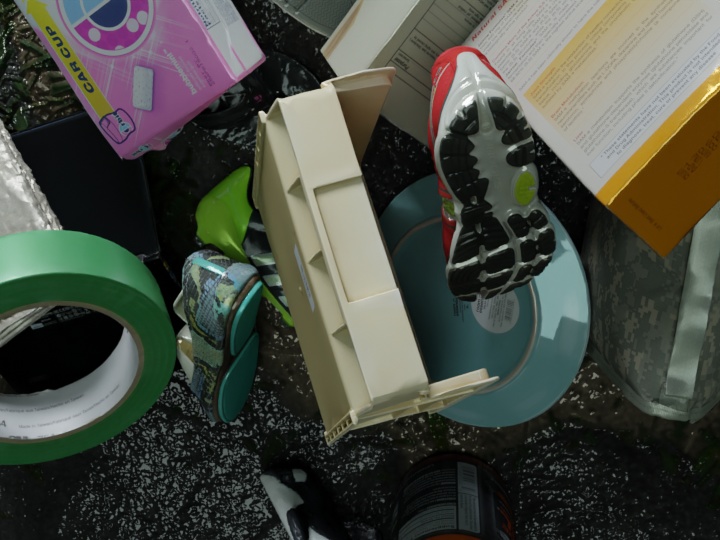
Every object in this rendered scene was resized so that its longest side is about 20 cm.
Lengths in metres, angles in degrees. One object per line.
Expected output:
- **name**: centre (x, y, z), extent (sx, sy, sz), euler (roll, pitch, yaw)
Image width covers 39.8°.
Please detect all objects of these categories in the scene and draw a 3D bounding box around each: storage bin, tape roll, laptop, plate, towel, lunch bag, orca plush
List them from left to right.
- **towel**: centre (-0.309, -0.038, 0.780), extent (0.131, 0.034, 0.202), euler (-33, 78, 4)
- **tape roll**: centre (-0.239, 0.062, 0.744), extent (0.197, 0.048, 0.202), euler (-17, 138, -15)
- **laptop**: centre (-0.236, -0.007, 0.834), extent (0.184, 0.117, 0.201), euler (-15, 134, 10)
- **orca plush**: centre (-0.011, 0.232, 0.816), extent (0.070, 0.200, 0.106), euler (-27, 130, -11)
- **storage bin**: centre (0.000, 0.000, 0.665), extent (0.092, 0.199, 0.203), euler (-15, 79, -11)
- **plate**: centre (0.078, 0.025, 0.757), extent (0.198, 0.025, 0.204), euler (9, 106, 35)
- **lunch bag**: centre (0.220, -0.006, 0.692), extent (0.115, 0.200, 0.167), euler (7, 107, 3)

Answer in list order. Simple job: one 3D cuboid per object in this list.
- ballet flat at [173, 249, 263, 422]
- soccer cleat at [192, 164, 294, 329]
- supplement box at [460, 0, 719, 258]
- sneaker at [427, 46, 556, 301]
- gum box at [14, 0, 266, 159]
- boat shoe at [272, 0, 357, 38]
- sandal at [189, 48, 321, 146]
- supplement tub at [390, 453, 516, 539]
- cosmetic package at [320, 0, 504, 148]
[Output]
- **ballet flat**: centre (-0.115, 0.050, 0.779), extent (0.073, 0.075, 0.201), euler (17, 142, 0)
- **soccer cleat**: centre (-0.044, 0.002, 0.792), extent (0.200, 0.068, 0.081), euler (43, 93, -8)
- **supplement box**: centre (0.160, -0.122, 0.608), extent (0.073, 0.201, 0.126), euler (30, 111, -39)
- **sneaker**: centre (0.081, -0.060, 0.651), extent (0.076, 0.086, 0.202), euler (-13, 139, -2)
- **gum box**: centre (-0.164, -0.188, 0.690), extent (0.112, 0.066, 0.202), euler (-26, 106, 25)
- **boat shoe**: centre (-0.070, -0.247, 0.724), extent (0.201, 0.065, 0.075), euler (37, 95, -11)
- **sandal**: centre (-0.125, -0.141, 0.762), extent (0.197, 0.048, 0.077), euler (13, 108, 1)
- **supplement tub**: centre (0.073, 0.235, 0.778), extent (0.105, 0.200, 0.109), euler (1, 109, 4)
- **cosmetic package**: centre (0.074, -0.194, 0.696), extent (0.104, 0.071, 0.201), euler (29, 110, -37)
